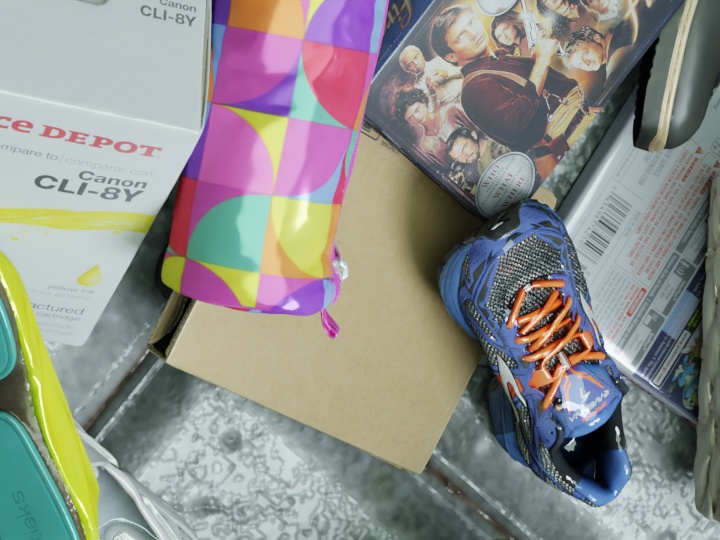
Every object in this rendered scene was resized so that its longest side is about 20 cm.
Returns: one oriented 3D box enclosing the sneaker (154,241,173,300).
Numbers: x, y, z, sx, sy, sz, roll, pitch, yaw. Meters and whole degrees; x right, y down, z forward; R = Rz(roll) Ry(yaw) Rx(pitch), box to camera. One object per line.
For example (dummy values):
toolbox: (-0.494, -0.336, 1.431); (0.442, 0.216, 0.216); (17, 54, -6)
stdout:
sneaker: (-0.057, -0.079, 1.394); (0.088, 0.074, 0.200); (35, 81, -5)

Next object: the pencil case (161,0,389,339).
pencil case: (-0.034, -0.075, 1.268); (0.088, 0.088, 0.201); (7, 97, -19)

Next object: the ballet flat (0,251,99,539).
ballet flat: (-0.167, 0.048, 1.287); (0.066, 0.067, 0.201); (-13, 112, 18)

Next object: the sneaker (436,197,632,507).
sneaker: (0.098, 0.042, 1.402); (0.075, 0.078, 0.200); (-35, 137, -10)

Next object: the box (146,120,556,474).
box: (0.000, 0.000, 1.392); (0.200, 0.021, 0.164); (27, 89, -46)

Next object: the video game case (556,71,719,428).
video game case: (0.201, -0.022, 1.506); (0.182, 0.023, 0.201); (35, 83, -18)

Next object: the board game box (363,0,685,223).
board game box: (0.085, -0.131, 1.351); (0.200, 0.035, 0.135); (-52, 135, 0)

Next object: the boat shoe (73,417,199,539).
boat shoe: (-0.152, 0.104, 1.372); (0.200, 0.069, 0.071); (35, 88, -17)

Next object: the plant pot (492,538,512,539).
plant pot: (0.053, 0.241, 1.405); (0.184, 0.200, 0.201); (-46, 107, -21)

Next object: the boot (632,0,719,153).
boot: (0.226, -0.139, 1.442); (0.138, 0.077, 0.201); (20, 80, -1)

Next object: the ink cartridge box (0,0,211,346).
ink cartridge box: (-0.165, -0.057, 1.280); (0.144, 0.200, 0.084); (11, 56, -17)

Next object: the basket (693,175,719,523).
basket: (0.252, 0.046, 1.446); (0.123, 0.136, 0.201); (1, 94, -17)
